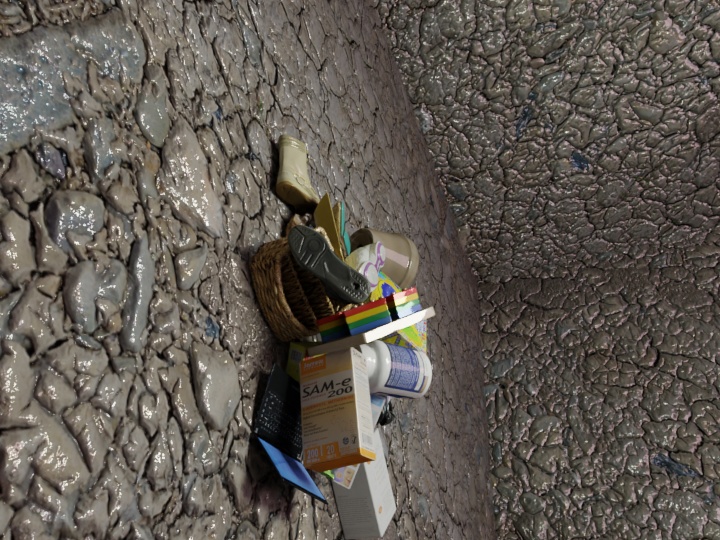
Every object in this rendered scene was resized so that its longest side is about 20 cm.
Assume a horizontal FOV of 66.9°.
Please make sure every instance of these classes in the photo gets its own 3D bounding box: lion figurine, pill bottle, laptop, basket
[{"bbox_3d":[-0.122,-0.031,1.262,0.123,0.071,0.205,-60,132,-79],"label":"lion figurine"},{"bbox_3d":[0.054,0.216,1.198,0.196,0.110,0.114,18,57,-36],"label":"pill bottle"},{"bbox_3d":[-0.116,0.311,1.039,0.178,0.101,0.204,54,44,-48],"label":"laptop"},{"bbox_3d":[-0.123,0.034,1.130,0.143,0.145,0.205,-60,134,-62],"label":"basket"}]

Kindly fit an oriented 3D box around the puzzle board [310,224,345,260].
[{"bbox_3d":[-0.096,-0.002,1.356,0.151,0.017,0.203,45,31,-28],"label":"puzzle board"}]

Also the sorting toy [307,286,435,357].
[{"bbox_3d":[0.012,0.099,1.093,0.195,0.198,0.072,-16,86,-40],"label":"sorting toy"}]

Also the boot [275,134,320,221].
[{"bbox_3d":[-0.144,-0.224,1.345,0.199,0.071,0.160,38,42,-56],"label":"boot"}]

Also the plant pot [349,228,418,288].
[{"bbox_3d":[0.049,-0.040,1.620,0.172,0.197,0.205,27,50,-43],"label":"plant pot"}]

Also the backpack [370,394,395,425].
[{"bbox_3d":[0.004,0.311,1.308,0.200,0.163,0.130,-17,88,-76],"label":"backpack"}]

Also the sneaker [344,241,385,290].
[{"bbox_3d":[0.000,0.000,1.342,0.201,0.097,0.077,-59,134,-58],"label":"sneaker"}]

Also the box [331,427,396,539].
[{"bbox_3d":[0.003,0.491,1.265,0.124,0.095,0.206,-16,94,-69],"label":"box"}]

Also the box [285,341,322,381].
[{"bbox_3d":[-0.077,0.196,1.199,0.198,0.049,0.078,10,91,-53],"label":"box"}]

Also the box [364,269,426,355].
[{"bbox_3d":[0.061,0.136,1.375,0.192,0.122,0.201,41,25,-14],"label":"box"}]

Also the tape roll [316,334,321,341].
[{"bbox_3d":[-0.057,0.146,1.399,0.202,0.036,0.209,-13,91,-71],"label":"tape roll"}]

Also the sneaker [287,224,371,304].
[{"bbox_3d":[-0.071,-0.003,1.091,0.198,0.114,0.077,39,72,-3],"label":"sneaker"}]

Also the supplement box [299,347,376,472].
[{"bbox_3d":[-0.047,0.265,1.043,0.073,0.123,0.205,42,35,-53],"label":"supplement box"}]

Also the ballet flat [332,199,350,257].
[{"bbox_3d":[-0.067,-0.104,1.428,0.203,0.063,0.072,84,11,-51],"label":"ballet flat"}]

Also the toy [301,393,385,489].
[{"bbox_3d":[-0.032,0.333,1.145,0.047,0.113,0.204,99,16,-66],"label":"toy"}]

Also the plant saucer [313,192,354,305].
[{"bbox_3d":[-0.067,-0.043,1.285,0.203,0.047,0.203,79,-2,-48],"label":"plant saucer"}]
